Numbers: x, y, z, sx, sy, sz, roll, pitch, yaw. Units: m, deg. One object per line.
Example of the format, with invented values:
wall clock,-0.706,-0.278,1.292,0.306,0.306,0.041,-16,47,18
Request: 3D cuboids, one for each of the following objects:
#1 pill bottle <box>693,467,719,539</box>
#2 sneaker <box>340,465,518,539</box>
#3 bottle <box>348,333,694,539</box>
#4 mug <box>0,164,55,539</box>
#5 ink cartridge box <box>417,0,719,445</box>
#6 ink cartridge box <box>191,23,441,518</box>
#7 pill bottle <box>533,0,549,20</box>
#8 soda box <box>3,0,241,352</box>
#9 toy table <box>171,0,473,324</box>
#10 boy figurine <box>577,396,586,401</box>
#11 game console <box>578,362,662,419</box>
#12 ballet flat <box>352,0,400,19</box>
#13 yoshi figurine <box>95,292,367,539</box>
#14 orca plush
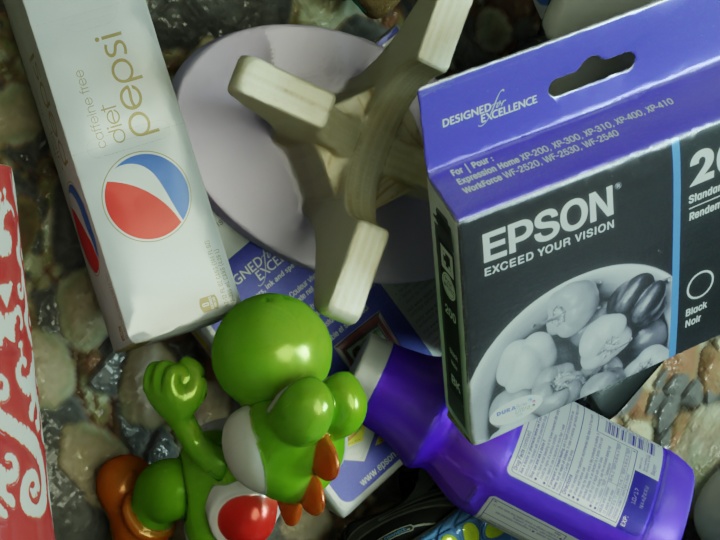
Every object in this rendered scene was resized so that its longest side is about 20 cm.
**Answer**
pill bottle,0.303,0.212,1.295,0.116,0.116,0.201,-37,108,-23
sneaker,0.067,0.128,1.183,0.199,0.082,0.071,-27,132,-40
bottle,0.083,0.100,1.110,0.199,0.065,0.084,26,45,-3
mug,-0.236,0.053,0.983,0.176,0.133,0.202,-3,89,-31
ink cartridge box,0.126,-0.031,1.025,0.197,0.043,0.201,-22,129,-19
ink cartridge box,0.000,0.000,1.151,0.197,0.047,0.201,-40,103,-15
pill bottle,0.135,-0.198,1.123,0.112,0.112,0.201,-36,113,-24
soda box,-0.125,-0.062,1.050,0.063,0.068,0.202,-18,89,-16
toy table,0.005,-0.063,1.066,0.198,0.117,0.186,10,88,-21
boy figurine,0.140,-0.023,1.156,0.124,0.064,0.201,47,67,-34
game console,0.147,-0.034,1.250,0.177,0.031,0.200,-48,111,-20
ballet flat,0.063,-0.211,1.185,0.200,0.068,0.073,-39,128,-24
yoshi figurine,-0.061,0.077,1.047,0.112,0.200,0.113,43,51,-5
orca plush,0.137,-0.090,1.089,0.104,0.071,0.202,-15,111,10
